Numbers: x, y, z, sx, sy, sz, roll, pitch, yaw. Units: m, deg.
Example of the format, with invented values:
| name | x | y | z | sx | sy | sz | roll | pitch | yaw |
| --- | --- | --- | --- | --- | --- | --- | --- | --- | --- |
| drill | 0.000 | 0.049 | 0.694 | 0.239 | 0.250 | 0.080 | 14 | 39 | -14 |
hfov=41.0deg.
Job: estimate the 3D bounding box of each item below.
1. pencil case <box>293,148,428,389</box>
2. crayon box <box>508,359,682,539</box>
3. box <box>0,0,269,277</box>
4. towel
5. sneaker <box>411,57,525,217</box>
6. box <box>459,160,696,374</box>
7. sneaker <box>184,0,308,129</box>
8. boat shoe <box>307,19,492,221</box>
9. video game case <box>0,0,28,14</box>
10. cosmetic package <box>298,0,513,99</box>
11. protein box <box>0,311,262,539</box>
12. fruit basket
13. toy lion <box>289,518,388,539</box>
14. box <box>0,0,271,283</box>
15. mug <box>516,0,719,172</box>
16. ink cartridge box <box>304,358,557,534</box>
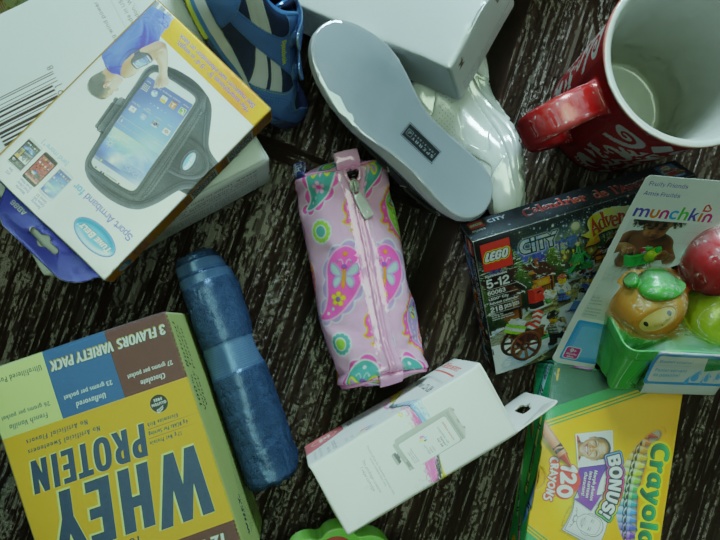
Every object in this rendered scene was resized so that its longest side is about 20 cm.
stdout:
| name | x | y | z | sx | sy | sz | roll | pitch | yaw |
| --- | --- | --- | --- | --- | --- | --- | --- | --- | --- |
| pencil case | 0.000 | 0.000 | 0.831 | 0.087 | 0.087 | 0.201 | -10 | 89 | -5 |
| crayon box | 0.204 | 0.187 | 0.849 | 0.118 | 0.058 | 0.201 | 10 | 86 | -4 |
| box | -0.205 | -0.122 | 0.797 | 0.200 | 0.131 | 0.199 | -29 | 90 | -6 |
| towel | -0.101 | 0.081 | 0.804 | 0.048 | 0.112 | 0.201 | -18 | 88 | -6 |
| sneaker | 0.081 | -0.126 | 0.856 | 0.099 | 0.078 | 0.201 | -20 | 80 | 1 |
| box | 0.195 | -0.001 | 0.838 | 0.199 | 0.038 | 0.137 | -17 | 119 | -5 |
| sneaker | -0.076 | -0.189 | 0.783 | 0.082 | 0.200 | 0.074 | -29 | 59 | 4 |
| boat shoe | 0.028 | -0.118 | 0.797 | 0.200 | 0.066 | 0.070 | 43 | 76 | -11 |
| video game case | -0.292 | -0.288 | 0.764 | 0.182 | 0.200 | 0.023 | 47 | 45 | -16 |
| cosmetic package | 0.018 | -0.233 | 0.817 | 0.200 | 0.074 | 0.102 | 29 | 85 | 18 |
| protein box | -0.172 | 0.146 | 0.751 | 0.134 | 0.200 | 0.199 | -18 | 89 | -5 |
| fruit basket | 0.273 | 0.016 | 0.775 | 0.185 | 0.200 | 0.094 | 4 | 46 | -16 |
| toy lion | 0.012 | 0.302 | 0.814 | 0.199 | 0.069 | 0.192 | -10 | 95 | -5 |
| box | -0.176 | -0.087 | 0.713 | 0.119 | 0.041 | 0.200 | 43 | 82 | -2 |
| mug | 0.214 | -0.153 | 0.797 | 0.177 | 0.200 | 0.134 | 5 | 87 | -3 |
| ink cartridge box | 0.055 | 0.132 | 0.812 | 0.200 | 0.116 | 0.068 | -29 | 90 | -6 |
